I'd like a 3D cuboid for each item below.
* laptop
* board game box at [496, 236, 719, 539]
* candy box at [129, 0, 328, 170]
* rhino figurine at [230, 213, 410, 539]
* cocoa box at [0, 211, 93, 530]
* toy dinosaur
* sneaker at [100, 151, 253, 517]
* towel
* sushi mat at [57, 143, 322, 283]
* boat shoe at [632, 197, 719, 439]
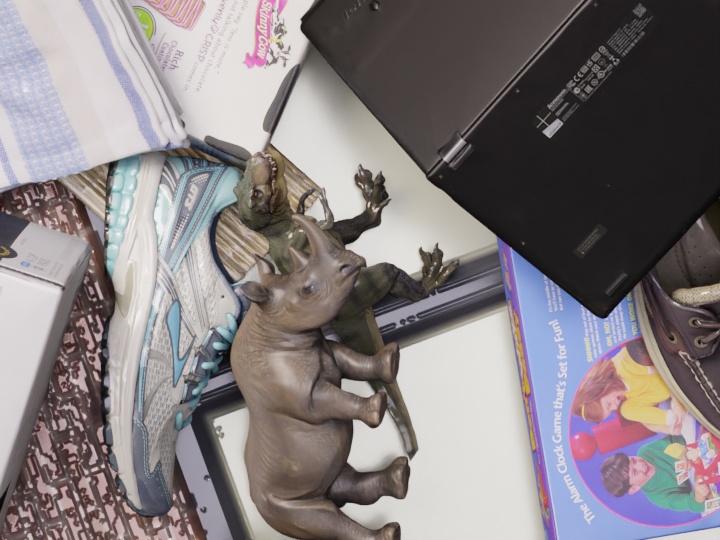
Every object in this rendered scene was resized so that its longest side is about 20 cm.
[{"bbox_3d":[0.107,-0.119,1.461,0.200,0.116,0.187,38,103,-20],"label":"laptop"},{"bbox_3d":[0.155,0.047,1.556,0.134,0.045,0.201,-9,89,-4],"label":"board game box"},{"bbox_3d":[-0.121,-0.154,1.524,0.200,0.061,0.137,24,86,-2],"label":"candy box"},{"bbox_3d":[-0.026,0.061,1.502,0.087,0.060,0.201,2,118,15],"label":"rhino figurine"},{"bbox_3d":[-0.236,0.067,1.467,0.131,0.133,0.201,18,101,-2],"label":"cocoa box"},{"bbox_3d":[0.000,0.000,1.541,0.088,0.047,0.200,-45,115,-25],"label":"toy dinosaur"},{"bbox_3d":[-0.096,0.034,1.516,0.086,0.078,0.201,1,93,-4],"label":"sneaker"},{"bbox_3d":[-0.202,-0.104,1.481,0.200,0.024,0.147,-14,116,23],"label":"towel"},{"bbox_3d":[-0.125,-0.075,1.557,0.200,0.012,0.096,42,87,-2],"label":"sushi mat"},{"bbox_3d":[0.183,0.009,1.498,0.072,0.065,0.200,-25,98,-8],"label":"boat shoe"}]
